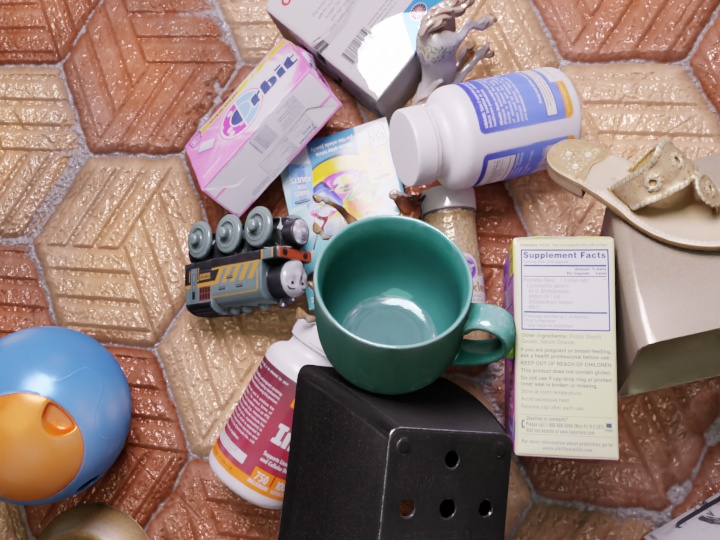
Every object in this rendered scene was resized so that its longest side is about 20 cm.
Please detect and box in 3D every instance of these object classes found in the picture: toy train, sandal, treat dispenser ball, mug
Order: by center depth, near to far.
[{"bbox_3d":[0.262,-0.090,0.617,0.078,0.070,0.210,-44,50,-18],"label":"sandal"},{"bbox_3d":[0.038,0.052,0.647,0.150,0.116,0.186,-29,58,-22],"label":"mug"},{"bbox_3d":[-0.375,0.170,0.793,0.195,0.201,0.207,-2,82,11],"label":"treat dispenser ball"},{"bbox_3d":[-0.138,-0.006,0.805,0.196,0.084,0.117,-8,79,37],"label":"toy train"}]

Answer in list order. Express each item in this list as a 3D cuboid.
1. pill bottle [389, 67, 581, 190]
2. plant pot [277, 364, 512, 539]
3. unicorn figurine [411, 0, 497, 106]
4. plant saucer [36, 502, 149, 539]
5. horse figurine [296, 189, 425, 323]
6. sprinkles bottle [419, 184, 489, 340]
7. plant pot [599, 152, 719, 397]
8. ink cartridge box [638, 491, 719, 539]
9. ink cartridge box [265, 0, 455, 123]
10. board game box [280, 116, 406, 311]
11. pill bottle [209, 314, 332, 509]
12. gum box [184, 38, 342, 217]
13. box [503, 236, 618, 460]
[{"bbox_3d":[0.135,-0.154,0.744,0.195,0.112,0.115,-14,79,-16],"label":"pill bottle"},{"bbox_3d":[0.042,0.212,0.669,0.195,0.177,0.206,9,84,-22],"label":"plant pot"},{"bbox_3d":[0.103,-0.238,0.797,0.137,0.201,0.074,-42,48,-11],"label":"unicorn figurine"},{"bbox_3d":[-0.347,0.402,0.840,0.194,0.035,0.206,-2,81,11],"label":"plant saucer"},{"bbox_3d":[0.000,0.000,0.754,0.129,0.050,0.206,11,78,-23],"label":"horse figurine"},{"bbox_3d":[0.112,0.005,0.784,0.066,0.068,0.206,-7,81,10],"label":"sprinkles bottle"},{"bbox_3d":[0.340,-0.001,0.681,0.195,0.201,0.181,-15,65,9],"label":"plant pot"},{"bbox_3d":[0.362,0.286,0.653,0.197,0.144,0.085,-31,77,3],"label":"ink cartridge box"},{"bbox_3d":[0.002,-0.313,0.841,0.199,0.084,0.147,42,92,14],"label":"ink cartridge box"},{"bbox_3d":[-0.011,-0.068,0.830,0.147,0.047,0.205,-16,79,9],"label":"board game box"},{"bbox_3d":[-0.083,0.159,0.779,0.111,0.113,0.203,29,89,14],"label":"pill bottle"},{"bbox_3d":[-0.120,-0.181,0.821,0.200,0.066,0.114,-45,42,10],"label":"gum box"},{"bbox_3d":[0.201,0.081,0.699,0.094,0.176,0.206,1,82,9],"label":"box"}]
